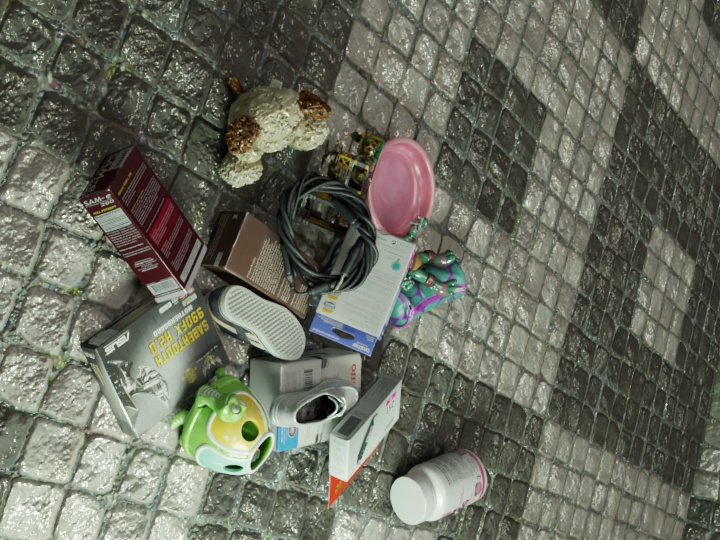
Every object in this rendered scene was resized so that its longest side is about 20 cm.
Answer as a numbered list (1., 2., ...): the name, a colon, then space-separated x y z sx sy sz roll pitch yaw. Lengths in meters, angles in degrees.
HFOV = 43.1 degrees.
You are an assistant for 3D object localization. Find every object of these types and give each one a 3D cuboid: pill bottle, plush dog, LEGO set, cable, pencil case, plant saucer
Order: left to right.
1. plush dog: -0.143 -0.238 1.417 0.198 0.171 0.162 -30 103 -17
2. cable: -0.054 -0.063 1.479 0.160 0.051 0.204 -9 90 -7
3. LEGO set: -0.045 -0.158 1.587 0.155 0.114 0.202 -64 174 -52
4. plant saucer: 0.066 -0.154 1.753 0.199 0.050 0.204 -7 100 -47
5. pencil case: 0.128 0.043 1.807 0.199 0.092 0.086 -25 125 -42
6. pill bottle: 0.159 0.443 1.863 0.198 0.112 0.116 -8 100 -46

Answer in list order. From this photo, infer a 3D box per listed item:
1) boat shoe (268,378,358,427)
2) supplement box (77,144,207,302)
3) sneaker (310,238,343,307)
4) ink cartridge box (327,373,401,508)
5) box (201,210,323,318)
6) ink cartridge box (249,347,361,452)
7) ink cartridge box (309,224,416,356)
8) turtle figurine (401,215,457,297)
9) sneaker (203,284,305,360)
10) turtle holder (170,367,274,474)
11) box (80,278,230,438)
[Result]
1. boat shoe: -0.061 0.221 1.510 0.198 0.068 0.073 4 92 -50
2. supplement box: -0.310 -0.065 1.320 0.201 0.060 0.110 60 27 -32
3. sneaker: 0.000 0.000 1.623 0.200 0.145 0.081 -49 126 -30
4. ink cartridge box: 0.008 0.308 1.625 0.200 0.043 0.176 -42 141 -50
5. box: -0.160 -0.007 1.507 0.200 0.074 0.101 38 66 -44
6. ink cartridge box: -0.095 0.220 1.588 0.198 0.083 0.149 -2 96 -48
7. ink cartridge box: 0.004 0.030 1.523 0.042 0.118 0.203 67 44 -75
8. turtle figurine: 0.096 -0.025 1.707 0.198 0.100 0.152 24 70 -37
9. sneaker: -0.174 0.082 1.491 0.200 0.079 0.079 42 59 -39
10. turtle holder: -0.197 0.231 1.402 0.141 0.131 0.187 -34 150 -51
11. box: -0.304 0.127 1.378 0.199 0.048 0.161 -38 120 -38
